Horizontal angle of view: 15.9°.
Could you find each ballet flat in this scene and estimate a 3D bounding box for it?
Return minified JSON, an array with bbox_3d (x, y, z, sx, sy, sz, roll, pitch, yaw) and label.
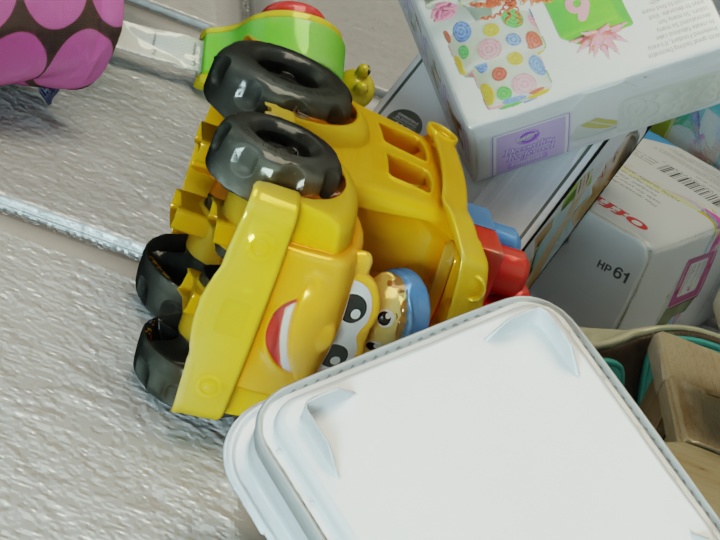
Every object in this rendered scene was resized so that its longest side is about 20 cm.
[{"bbox_3d":[0.125,0.054,1.326,0.199,0.070,0.069,7,26,-38],"label":"ballet flat"}]

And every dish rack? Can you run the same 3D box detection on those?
[{"bbox_3d":[0.059,0.098,1.012,0.171,0.044,0.201,-20,60,-25],"label":"dish rack"}]

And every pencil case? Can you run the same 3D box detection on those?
[{"bbox_3d":[-0.221,-0.129,1.344,0.093,0.091,0.199,26,19,35],"label":"pencil case"}]

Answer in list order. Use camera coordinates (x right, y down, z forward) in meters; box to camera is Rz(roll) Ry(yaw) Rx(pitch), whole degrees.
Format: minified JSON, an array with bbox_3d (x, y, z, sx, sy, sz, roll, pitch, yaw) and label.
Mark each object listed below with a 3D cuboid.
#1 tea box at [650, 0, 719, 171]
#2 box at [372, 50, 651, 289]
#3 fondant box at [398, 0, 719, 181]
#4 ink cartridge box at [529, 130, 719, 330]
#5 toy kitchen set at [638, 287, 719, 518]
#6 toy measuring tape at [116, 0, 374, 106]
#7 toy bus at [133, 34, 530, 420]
[{"bbox_3d":[0.233,-0.113,1.652,0.133,0.198,0.200,3,28,-44],"label":"tea box"},{"bbox_3d":[0.067,-0.063,1.365,0.116,0.200,0.060,32,-23,18],"label":"box"},{"bbox_3d":[0.091,-0.161,1.350,0.143,0.058,0.201,-18,61,-6],"label":"fondant box"},{"bbox_3d":[0.131,-0.027,1.489,0.144,0.085,0.200,32,21,20],"label":"ink cartridge box"},{"bbox_3d":[0.109,0.049,1.169,0.179,0.164,0.200,22,20,-7],"label":"toy kitchen set"},{"bbox_3d":[-0.076,-0.135,1.534,0.199,0.074,0.074,16,22,-24],"label":"toy measuring tape"},{"bbox_3d":[0.000,0.000,1.202,0.191,0.136,0.200,20,22,-11],"label":"toy bus"}]
